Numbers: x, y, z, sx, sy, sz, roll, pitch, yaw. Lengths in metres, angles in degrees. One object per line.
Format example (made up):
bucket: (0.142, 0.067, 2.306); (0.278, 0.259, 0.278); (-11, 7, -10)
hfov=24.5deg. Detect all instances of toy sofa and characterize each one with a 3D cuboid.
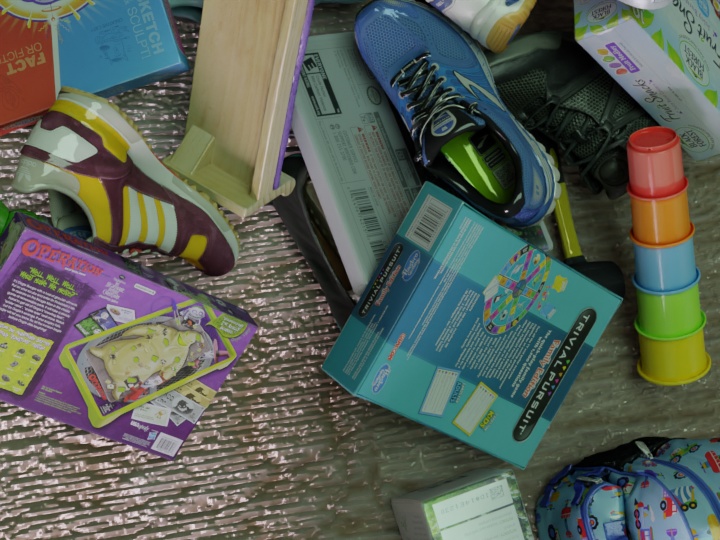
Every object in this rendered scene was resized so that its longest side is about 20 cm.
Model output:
toy sofa: (-0.071, -0.149, 1.158); (0.082, 0.202, 0.097); (28, 37, 21)

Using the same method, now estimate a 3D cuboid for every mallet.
mallet: (0.148, -0.059, 1.313); (0.065, 0.041, 0.202); (-17, 85, -23)

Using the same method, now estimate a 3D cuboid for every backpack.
backpack: (0.234, 0.215, 1.217); (0.133, 0.200, 0.185); (-12, 87, -19)

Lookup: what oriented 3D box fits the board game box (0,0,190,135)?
board game box: (-0.222, -0.216, 1.178); (0.151, 0.040, 0.202); (-18, 88, 3)

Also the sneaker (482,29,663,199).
sneaker: (0.164, -0.119, 1.274); (0.198, 0.076, 0.116); (2, 64, -39)

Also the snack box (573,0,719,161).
snack box: (0.231, -0.194, 1.276); (0.199, 0.053, 0.144); (34, 50, -45)

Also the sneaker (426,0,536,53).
sneaker: (0.101, -0.246, 1.243); (0.087, 0.076, 0.201); (30, 37, -4)

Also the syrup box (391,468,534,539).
syrup box: (0.096, 0.255, 1.228); (0.078, 0.081, 0.203); (-16, 89, -17)

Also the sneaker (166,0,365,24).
sneaker: (-0.083, -0.203, 1.240); (0.197, 0.074, 0.083); (3, 89, -9)

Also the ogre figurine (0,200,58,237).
ogre figurine: (-0.292, -0.008, 1.131); (0.198, 0.098, 0.121); (26, 93, 1)

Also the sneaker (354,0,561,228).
sneaker: (0.065, -0.116, 1.181); (0.078, 0.089, 0.200); (-43, 81, 16)

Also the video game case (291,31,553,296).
video game case: (0.037, -0.089, 1.239); (0.180, 0.023, 0.202); (-11, 72, -34)

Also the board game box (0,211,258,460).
board game box: (-0.178, 0.049, 1.128); (0.199, 0.032, 0.121); (26, 107, -38)

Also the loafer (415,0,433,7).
loafer: (0.007, -0.268, 1.278); (0.198, 0.073, 0.073); (26, 66, -24)

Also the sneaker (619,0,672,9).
sneaker: (0.147, -0.256, 1.168); (0.199, 0.071, 0.073); (30, 42, 26)

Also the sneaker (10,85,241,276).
sneaker: (-0.165, -0.038, 1.155); (0.200, 0.074, 0.091); (46, 69, -41)

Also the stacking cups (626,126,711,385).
stacking cups: (0.230, -0.012, 1.276); (0.060, 0.060, 0.202); (-22, 117, -20)

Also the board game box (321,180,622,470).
board game box: (0.084, 0.044, 1.202); (0.199, 0.047, 0.152); (27, 94, -43)

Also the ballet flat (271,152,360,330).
ballet flat: (0.000, 0.000, 1.233); (0.068, 0.068, 0.201); (-38, 96, -32)
